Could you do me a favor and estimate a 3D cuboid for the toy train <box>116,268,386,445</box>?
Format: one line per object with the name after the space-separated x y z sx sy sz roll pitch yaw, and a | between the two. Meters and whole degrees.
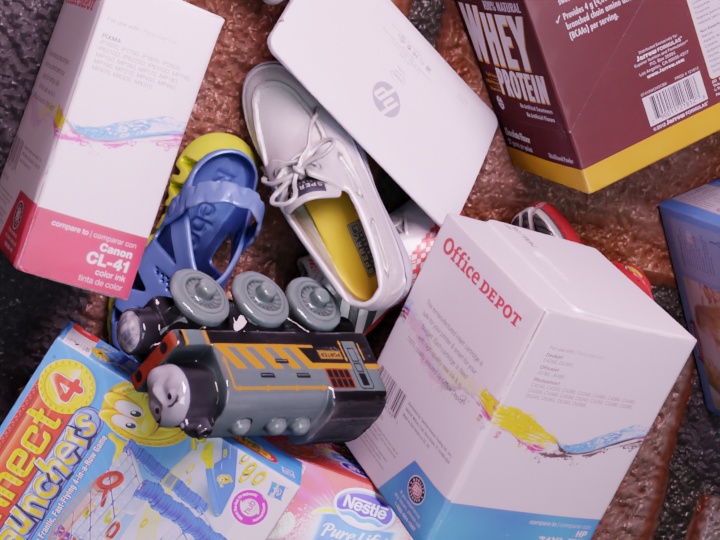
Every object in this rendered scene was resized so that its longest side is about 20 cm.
-0.072 0.064 1.100 0.200 0.114 0.085 5 139 -44 | toy train

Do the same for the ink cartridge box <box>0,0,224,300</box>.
-0.177 -0.097 1.082 0.086 0.148 0.200 19 96 -23 | ink cartridge box

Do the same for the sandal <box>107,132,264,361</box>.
-0.125 -0.001 1.157 0.079 0.087 0.200 17 98 -24 | sandal

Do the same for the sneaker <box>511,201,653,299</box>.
0.190 0.016 1.293 0.085 0.077 0.200 -48 115 -26 | sneaker

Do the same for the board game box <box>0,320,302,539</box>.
-0.175 0.172 1.116 0.196 0.056 0.200 32 97 -7 | board game box

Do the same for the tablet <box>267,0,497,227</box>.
0.022 -0.137 1.178 0.200 0.014 0.130 44 48 -22 | tablet

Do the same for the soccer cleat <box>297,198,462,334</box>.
0.000 0.000 1.213 0.085 0.069 0.200 40 92 -27 | soccer cleat

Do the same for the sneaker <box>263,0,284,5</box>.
-0.046 -0.292 1.126 0.080 0.074 0.200 25 92 -19 | sneaker

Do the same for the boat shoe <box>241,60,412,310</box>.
-0.035 -0.060 1.140 0.075 0.086 0.202 -26 86 17 | boat shoe

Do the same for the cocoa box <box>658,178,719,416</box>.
0.348 0.024 1.305 0.131 0.133 0.200 -21 108 -13 | cocoa box

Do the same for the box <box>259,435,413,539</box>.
-0.014 0.191 1.213 0.200 0.100 0.096 21 95 -10 | box

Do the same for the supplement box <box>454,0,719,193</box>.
0.192 -0.196 1.200 0.197 0.133 0.200 -26 109 -12 | supplement box

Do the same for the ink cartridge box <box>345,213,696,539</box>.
0.110 0.087 1.158 0.146 0.147 0.200 12 113 -32 | ink cartridge box
